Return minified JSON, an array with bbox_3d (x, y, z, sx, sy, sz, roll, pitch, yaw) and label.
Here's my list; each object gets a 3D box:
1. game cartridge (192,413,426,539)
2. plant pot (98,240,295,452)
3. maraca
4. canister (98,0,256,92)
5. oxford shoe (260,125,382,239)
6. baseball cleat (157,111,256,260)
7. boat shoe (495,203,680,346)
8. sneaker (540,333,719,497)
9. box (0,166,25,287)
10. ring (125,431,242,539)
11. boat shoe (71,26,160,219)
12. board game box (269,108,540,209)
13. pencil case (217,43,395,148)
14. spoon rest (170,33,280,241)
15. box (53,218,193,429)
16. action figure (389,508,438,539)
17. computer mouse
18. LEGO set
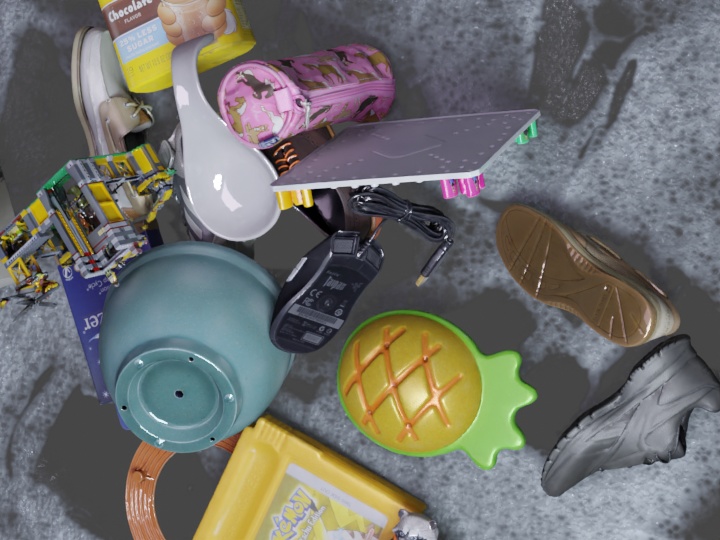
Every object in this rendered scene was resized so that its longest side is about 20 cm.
[{"bbox_3d":[-0.057,0.263,1.681,0.199,0.032,0.177,28,105,9],"label":"game cartridge"},{"bbox_3d":[-0.167,0.092,1.630,0.199,0.134,0.202,2,120,4],"label":"plant pot"},{"bbox_3d":[0.069,0.113,1.585,0.199,0.107,0.138,16,99,21],"label":"maraca"},{"bbox_3d":[-0.199,-0.296,1.680,0.148,0.086,0.201,-21,88,23],"label":"canister"},{"bbox_3d":[-0.056,-0.108,1.639,0.071,0.072,0.200,-45,77,20],"label":"oxford shoe"},{"bbox_3d":[-0.158,-0.060,1.703,0.106,0.070,0.202,4,94,39],"label":"baseball cleat"},{"bbox_3d":[0.205,0.005,1.541,0.200,0.064,0.072,42,119,34],"label":"boat shoe"},{"bbox_3d":[0.247,0.150,1.532,0.091,0.076,0.200,48,113,6],"label":"sneaker"},{"bbox_3d":[-0.425,-0.077,1.803,0.068,0.082,0.201,-18,89,23],"label":"box"},{"bbox_3d":[-0.163,0.247,1.749,0.199,0.019,0.202,2,95,23],"label":"ring"},{"bbox_3d":[-0.246,-0.153,1.724,0.068,0.075,0.202,-2,104,23],"label":"boat shoe"},{"bbox_3d":[0.045,-0.102,1.531,0.199,0.200,0.026,-3,109,24],"label":"board game box"},{"bbox_3d":[-0.045,-0.165,1.563,0.087,0.200,0.083,47,121,13],"label":"pencil case"},{"bbox_3d":[-0.138,-0.124,1.611,0.099,0.061,0.201,-17,96,24],"label":"spoon rest"},{"bbox_3d":[-0.239,0.059,1.759,0.120,0.032,0.201,-20,88,24],"label":"box"},{"bbox_3d":[0.019,0.317,1.599,0.104,0.199,0.195,32,106,45],"label":"action figure"},{"bbox_3d":[0.000,0.000,1.608,0.201,0.140,0.046,-57,39,25],"label":"computer mouse"},{"bbox_3d":[-0.260,-0.026,1.647,0.200,0.154,0.116,-36,79,23],"label":"LEGO set"}]
